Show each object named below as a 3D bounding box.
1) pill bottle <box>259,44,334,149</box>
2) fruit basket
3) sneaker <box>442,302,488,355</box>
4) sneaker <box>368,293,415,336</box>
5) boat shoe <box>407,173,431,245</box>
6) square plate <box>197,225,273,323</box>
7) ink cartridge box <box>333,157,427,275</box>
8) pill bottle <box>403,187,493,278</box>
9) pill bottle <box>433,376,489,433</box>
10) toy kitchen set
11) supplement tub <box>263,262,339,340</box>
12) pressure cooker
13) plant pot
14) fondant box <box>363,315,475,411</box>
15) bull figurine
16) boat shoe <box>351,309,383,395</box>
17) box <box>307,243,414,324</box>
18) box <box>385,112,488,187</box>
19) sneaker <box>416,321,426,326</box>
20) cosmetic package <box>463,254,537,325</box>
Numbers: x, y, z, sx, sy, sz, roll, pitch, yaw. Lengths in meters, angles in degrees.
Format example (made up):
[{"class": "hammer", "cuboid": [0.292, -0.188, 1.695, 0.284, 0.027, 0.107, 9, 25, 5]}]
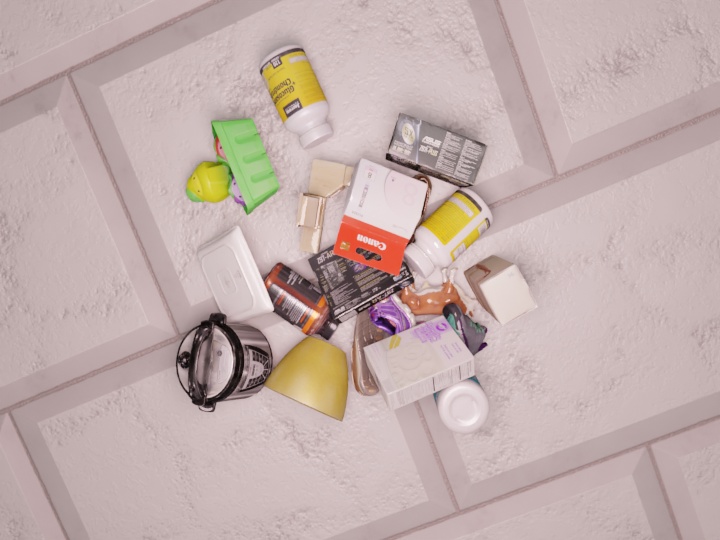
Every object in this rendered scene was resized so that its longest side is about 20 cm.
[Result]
[{"class": "pill bottle", "cuboid": [-0.136, -0.379, 1.163, 0.110, 0.112, 0.203, -25, 94, 5]}, {"class": "fruit basket", "cuboid": [-0.304, -0.218, 1.181, 0.210, 0.155, 0.222, 0, 90, -14]}, {"class": "sneaker", "cuboid": [0.243, 0.127, 1.194, 0.086, 0.075, 0.202, -28, 138, -6]}, {"class": "sneaker", "cuboid": [0.041, 0.075, 1.195, 0.200, 0.083, 0.081, 47, 141, 16]}, {"class": "boat shoe", "cuboid": [0.110, -0.123, 1.201, 0.074, 0.072, 0.205, 15, 97, 1]}, {"class": "square plate", "cuboid": [-0.296, 0.021, 1.199, 0.196, 0.028, 0.204, -19, 96, 45]}, {"class": "ink cartridge box", "cuboid": [0.044, -0.112, 1.105, 0.159, 0.057, 0.205, 18, 74, -15]}, {"class": "pill bottle", "cuboid": [0.189, -0.079, 1.166, 0.199, 0.111, 0.112, -42, 94, -6]}, {"class": "pill bottle", "cuboid": [0.217, 0.274, 1.177, 0.108, 0.200, 0.114, 0, 97, 1]}, {"class": "toy kitchen set", "cuboid": [-0.042, -0.130, 1.161, 0.176, 0.163, 0.205, 11, 97, 1]}, {"class": "supplement tub", "cuboid": [-0.137, 0.078, 1.217, 0.198, 0.107, 0.108, 35, 97, -3]}, {"class": "pressure cooker", "cuboid": [-0.311, 0.206, 1.173, 0.178, 0.199, 0.177, -41, 68, 11]}, {"class": "plant pot", "cuboid": [-0.104, 0.239, 1.208, 0.196, 0.200, 0.144, 25, 74, 0]}, {"class": "fondant box", "cuboid": [0.121, 0.191, 1.110, 0.196, 0.145, 0.059, -19, 128, -11]}, {"class": "bull figurine", "cuboid": [0.179, 0.056, 1.223, 0.195, 0.065, 0.125, -3, 94, 1]}, {"class": "boat shoe", "cuboid": [0.007, 0.188, 1.220, 0.074, 0.072, 0.205, 13, 67, -25]}, {"class": "box", "cuboid": [0.000, 0.000, 1.173, 0.197, 0.044, 0.162, -29, 66, 2]}, {"class": "box", "cuboid": [0.157, -0.255, 1.139, 0.196, 0.164, 0.088, 20, 98, 1]}, {"class": "sneaker", "cuboid": [0.115, 0.213, 1.241, 0.088, 0.081, 0.202, 35, 102, -7]}, {"class": "cosmetic package", "cuboid": [0.298, 0.038, 1.146, 0.086, 0.200, 0.105, -29, 94, 4]}]
